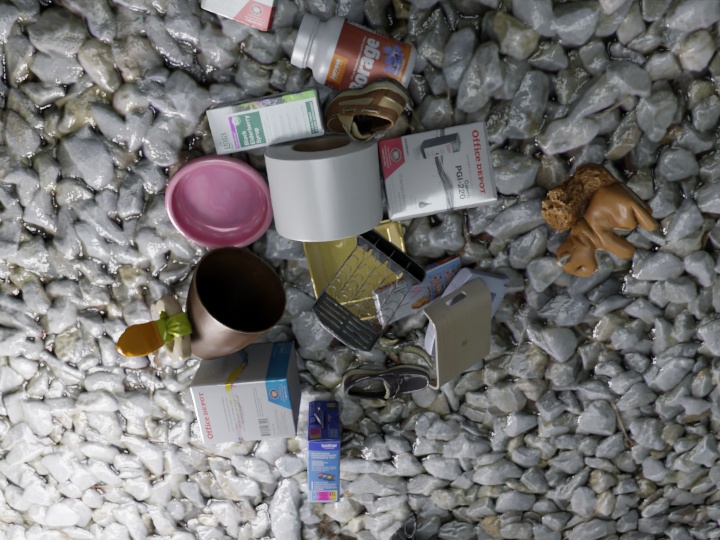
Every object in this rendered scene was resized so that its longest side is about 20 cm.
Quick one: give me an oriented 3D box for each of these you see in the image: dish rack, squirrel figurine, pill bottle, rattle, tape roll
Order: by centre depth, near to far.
[{"bbox_3d":[-0.013,-0.358,0.981,0.197,0.113,0.114,18,112,-8],"label":"pill bottle"},{"bbox_3d":[-0.062,-0.153,1.019,0.199,0.203,0.142,-4,114,1],"label":"tape roll"},{"bbox_3d":[0.011,0.039,1.063,0.152,0.055,0.201,36,68,1],"label":"dish rack"},{"bbox_3d":[-0.410,0.115,1.103,0.142,0.199,0.132,-32,125,-29],"label":"rattle"},{"bbox_3d":[0.433,-0.092,1.107,0.199,0.142,0.187,41,118,-2],"label":"squirrel figurine"}]

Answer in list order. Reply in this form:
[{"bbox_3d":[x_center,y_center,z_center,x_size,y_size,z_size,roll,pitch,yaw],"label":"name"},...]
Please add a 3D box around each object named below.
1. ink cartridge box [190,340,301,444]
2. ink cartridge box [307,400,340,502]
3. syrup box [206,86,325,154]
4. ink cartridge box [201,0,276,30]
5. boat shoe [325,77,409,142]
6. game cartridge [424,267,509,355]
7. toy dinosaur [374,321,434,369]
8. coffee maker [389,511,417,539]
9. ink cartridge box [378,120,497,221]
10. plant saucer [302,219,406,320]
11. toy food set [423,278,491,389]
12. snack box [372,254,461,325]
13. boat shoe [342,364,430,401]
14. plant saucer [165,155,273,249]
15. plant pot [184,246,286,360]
[{"bbox_3d":[-0.235,0.256,1.219,0.196,0.147,0.149,-5,114,1],"label":"ink cartridge box"},{"bbox_3d":[-0.081,0.387,1.282,0.075,0.137,0.204,1,113,-5],"label":"ink cartridge box"},{"bbox_3d":[-0.166,-0.269,1.033,0.196,0.082,0.080,-10,111,2],"label":"syrup box"},{"bbox_3d":[-0.178,-0.513,0.937,0.115,0.068,0.203,16,113,-8],"label":"ink cartridge box"},{"bbox_3d":[-0.001,-0.257,0.964,0.075,0.199,0.075,24,75,-30],"label":"boat shoe"},{"bbox_3d":[0.214,0.090,1.191,0.131,0.042,0.202,13,113,-27],"label":"game cartridge"},{"bbox_3d":[0.080,0.152,1.235,0.197,0.048,0.089,16,126,-8],"label":"toy dinosaur"},{"bbox_3d":[0.162,0.748,1.441,0.198,0.135,0.193,31,109,-14],"label":"coffee maker"},{"bbox_3d":[0.139,-0.178,1.054,0.196,0.085,0.149,-10,93,2],"label":"ink cartridge box"},{"bbox_3d":[0.000,0.000,1.168,0.196,0.049,0.203,-11,112,4],"label":"plant saucer"},{"bbox_3d":[0.190,0.129,1.154,0.142,0.060,0.203,-27,130,-23],"label":"toy food set"},{"bbox_3d":[0.119,0.038,1.152,0.197,0.024,0.073,-23,114,-20],"label":"snack box"},{"bbox_3d":[0.059,0.253,1.266,0.196,0.065,0.073,0,112,-1],"label":"boat shoe"},{"bbox_3d":[-0.262,-0.132,1.085,0.196,0.051,0.203,-4,131,-5],"label":"plant saucer"},{"bbox_3d":[-0.272,0.088,1.141,0.185,0.188,0.200,32,132,-14],"label":"plant pot"}]
